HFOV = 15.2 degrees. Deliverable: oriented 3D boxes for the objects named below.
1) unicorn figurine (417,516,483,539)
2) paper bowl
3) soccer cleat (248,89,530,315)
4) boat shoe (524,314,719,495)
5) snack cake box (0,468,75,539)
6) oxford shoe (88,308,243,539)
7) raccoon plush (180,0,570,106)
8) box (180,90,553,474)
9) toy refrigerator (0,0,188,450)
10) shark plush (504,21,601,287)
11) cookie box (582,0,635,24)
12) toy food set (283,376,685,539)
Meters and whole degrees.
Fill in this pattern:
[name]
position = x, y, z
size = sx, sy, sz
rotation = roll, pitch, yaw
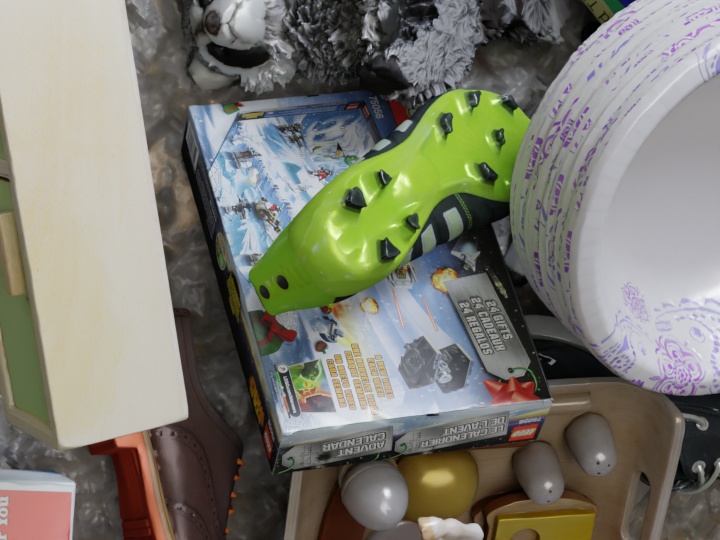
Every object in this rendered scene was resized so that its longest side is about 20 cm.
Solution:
[unicorn figurine]
position = 0.030, 0.168, 1.302
size = 0.199, 0.137, 0.074
rotation = -7, 70, 14
[paper bowl]
position = 0.162, -0.050, 1.286
size = 0.200, 0.104, 0.201
rotation = -15, 127, -21
[soccer cleat]
position = 0.019, -0.035, 1.290
size = 0.200, 0.081, 0.068
rotation = -31, 92, -51
[boat shoe]
position = 0.156, 0.086, 1.411
size = 0.199, 0.076, 0.061
rotation = 17, 57, -7
[snack cake box]
position = -0.204, 0.196, 1.310
size = 0.115, 0.067, 0.201
rotation = 4, 90, -15
[oxford shoe]
position = -0.083, 0.116, 1.346
size = 0.072, 0.071, 0.201
rotation = -20, 98, -23
[raccoon plush]
position = -0.001, -0.120, 1.377
size = 0.200, 0.134, 0.097
rotation = 17, 74, -51
[box]
position = 0.000, 0.000, 1.326
size = 0.136, 0.040, 0.201
rotation = -6, 55, -16
[toy refrigerator]
position = -0.134, -0.029, 1.184
size = 0.070, 0.076, 0.201
rotation = -13, 103, -24
[shark plush]
position = 0.133, -0.058, 1.431
size = 0.083, 0.091, 0.201
rotation = 15, 65, -36
[cookie box]
position = 0.184, -0.192, 1.337
size = 0.171, 0.200, 0.075
rotation = 50, 51, -2
[toy food set]
position = 0.055, 0.131, 1.352
size = 0.199, 0.060, 0.144
rotation = -2, 126, -13
